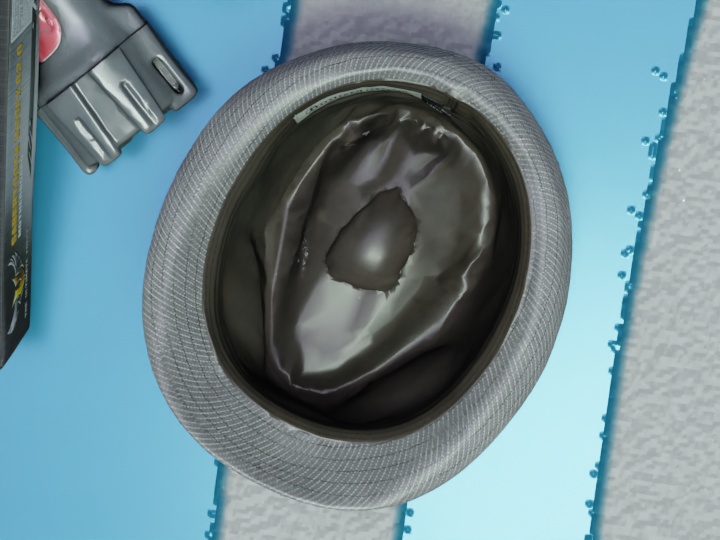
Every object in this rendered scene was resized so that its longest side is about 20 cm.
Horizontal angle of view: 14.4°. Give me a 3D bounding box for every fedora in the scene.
[{"bbox_3d":[0.000,0.000,1.235,0.176,0.090,0.201,21,89,0],"label":"fedora"}]

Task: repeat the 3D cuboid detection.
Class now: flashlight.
[{"bbox_3d":[-0.163,-0.133,1.244,0.068,0.068,0.200,-43,101,-34],"label":"flashlight"}]

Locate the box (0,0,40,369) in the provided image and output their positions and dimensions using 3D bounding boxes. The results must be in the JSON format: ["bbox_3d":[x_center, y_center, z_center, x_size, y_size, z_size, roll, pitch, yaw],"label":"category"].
[{"bbox_3d":[-0.220,-0.066,1.227,0.157,0.048,0.201,9,114,7],"label":"box"}]
